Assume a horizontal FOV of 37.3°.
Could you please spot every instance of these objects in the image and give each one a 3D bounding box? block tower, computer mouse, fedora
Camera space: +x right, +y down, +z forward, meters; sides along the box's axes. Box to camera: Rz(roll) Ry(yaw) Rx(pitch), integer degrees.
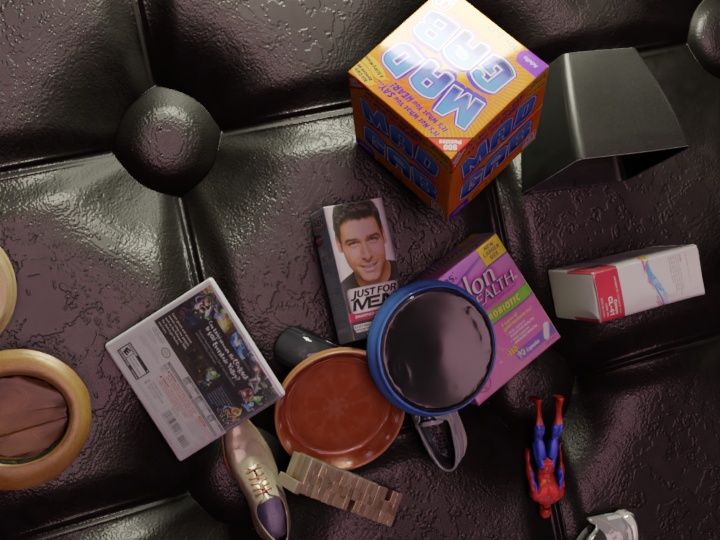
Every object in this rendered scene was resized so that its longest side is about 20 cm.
[{"bbox_3d":[-0.025,0.324,1.585,0.199,0.054,0.058,26,81,-33],"label":"block tower"},{"bbox_3d":[-0.022,0.129,1.616,0.199,0.046,0.141,37,80,-15],"label":"computer mouse"},{"bbox_3d":[-0.466,0.198,1.449,0.199,0.082,0.203,0,91,-13],"label":"fedora"}]

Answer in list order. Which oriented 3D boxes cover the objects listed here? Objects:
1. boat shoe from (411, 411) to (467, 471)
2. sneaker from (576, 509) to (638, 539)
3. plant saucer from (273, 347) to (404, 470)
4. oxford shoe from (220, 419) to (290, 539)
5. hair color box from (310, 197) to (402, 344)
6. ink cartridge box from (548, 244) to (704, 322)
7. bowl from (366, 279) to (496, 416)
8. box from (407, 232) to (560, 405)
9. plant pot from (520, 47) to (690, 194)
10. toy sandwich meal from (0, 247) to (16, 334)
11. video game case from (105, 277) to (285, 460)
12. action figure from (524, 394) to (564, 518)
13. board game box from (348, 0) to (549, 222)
[{"bbox_3d":[0.112,0.216,1.627,0.070,0.072,0.202,-16,110,19],"label":"boat shoe"},{"bbox_3d":[0.398,0.498,1.752,0.114,0.075,0.202,-1,80,-14],"label":"sneaker"},{"bbox_3d":[-0.032,0.206,1.593,0.198,0.032,0.202,-5,111,-12],"label":"plant saucer"},{"bbox_3d":[-0.145,0.306,1.560,0.070,0.074,0.201,-26,98,-16],"label":"oxford shoe"},{"bbox_3d":[0.000,0.000,1.599,0.098,0.061,0.202,-11,85,-24],"label":"hair color box"},{"bbox_3d":[0.425,0.019,1.714,0.198,0.147,0.086,-11,94,-17],"label":"ink cartridge box"},{"bbox_3d":[0.108,0.115,1.565,0.199,0.039,0.203,0,91,-17],"label":"bowl"},{"bbox_3d":[0.178,0.073,1.658,0.175,0.097,0.201,-36,100,-15],"label":"box"},{"bbox_3d":[0.365,-0.240,1.679,0.198,0.199,0.179,-7,82,-18],"label":"plant pot"},{"bbox_3d":[-0.564,0.026,1.427,0.204,0.070,0.207,0,90,-23],"label":"toy sandwich meal"},{"bbox_3d":[-0.235,0.142,1.527,0.181,0.023,0.201,-32,96,2],"label":"video game case"},{"bbox_3d":[0.299,0.302,1.725,0.065,0.052,0.202,-2,95,-13],"label":"action figure"},{"bbox_3d":[0.125,-0.237,1.548,0.200,0.200,0.200,-43,72,-14],"label":"board game box"}]
